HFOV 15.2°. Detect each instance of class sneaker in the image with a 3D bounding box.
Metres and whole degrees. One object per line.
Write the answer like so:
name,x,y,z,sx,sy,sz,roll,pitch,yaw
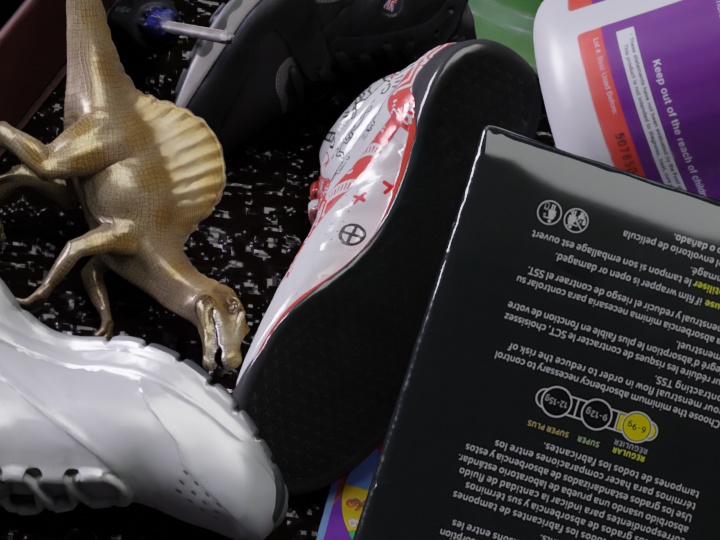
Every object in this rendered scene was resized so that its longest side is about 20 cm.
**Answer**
sneaker,0.002,-0.109,1.155,0.087,0.076,0.200,39,84,7
sneaker,0.001,0.000,1.105,0.067,0.108,0.202,30,82,-13
sneaker,-0.122,0.062,1.022,0.199,0.075,0.087,22,58,14

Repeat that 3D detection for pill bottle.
pill bottle,0.176,-0.086,1.075,0.199,0.113,0.113,-17,46,15

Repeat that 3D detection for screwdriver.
screwdriver,-0.073,-0.102,1.118,0.029,0.200,0.028,-31,104,-15

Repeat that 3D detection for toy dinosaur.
toy dinosaur,-0.108,-0.044,1.092,0.101,0.058,0.201,-20,86,-3

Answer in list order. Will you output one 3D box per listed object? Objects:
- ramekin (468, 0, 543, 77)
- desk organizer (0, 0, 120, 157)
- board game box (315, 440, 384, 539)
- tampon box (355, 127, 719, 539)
ramekin,0.092,-0.197,1.223,0.200,0.200,0.098,36,41,18
desk organizer,-0.168,-0.100,1.138,0.072,0.077,0.200,25,47,7
board game box,0.069,0.086,1.060,0.157,0.039,0.200,17,46,0
tampon box,0.071,0.076,0.928,0.126,0.150,0.201,18,83,4
